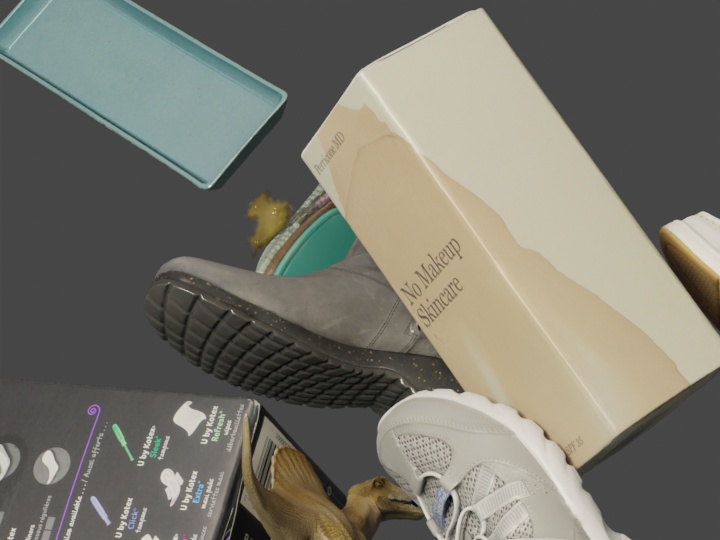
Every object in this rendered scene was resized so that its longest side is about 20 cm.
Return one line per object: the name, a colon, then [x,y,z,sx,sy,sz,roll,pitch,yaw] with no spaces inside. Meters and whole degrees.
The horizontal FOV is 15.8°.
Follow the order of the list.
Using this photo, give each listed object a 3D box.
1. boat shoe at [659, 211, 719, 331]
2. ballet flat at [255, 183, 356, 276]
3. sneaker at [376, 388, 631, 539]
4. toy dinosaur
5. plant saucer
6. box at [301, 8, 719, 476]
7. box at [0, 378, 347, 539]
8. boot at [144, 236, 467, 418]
boat shoe: [0.225,0.026,1.169,0.200,0.071,0.069,38,79,28]
ballet flat: [-0.004,-0.025,1.309,0.071,0.069,0.200,3,51,55]
sneaker: [0.065,0.126,1.137,0.082,0.075,0.200,-27,50,-27]
toy dinosaur: [-0.022,0.123,1.152,0.058,0.200,0.101,-23,72,16]
plant saucer: [-0.125,-0.108,1.439,0.200,0.019,0.070,33,77,35]
box: [0.069,-0.008,1.180,0.078,0.095,0.200,-30,78,-29]
box: [-0.125,0.124,1.228,0.200,0.122,0.106,3,62,26]
boot: [0.000,0.000,1.239,0.070,0.200,0.132,-38,35,58]
